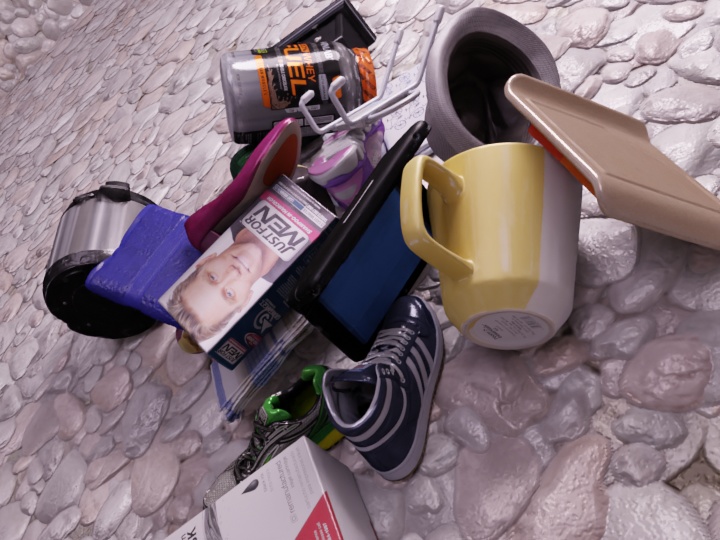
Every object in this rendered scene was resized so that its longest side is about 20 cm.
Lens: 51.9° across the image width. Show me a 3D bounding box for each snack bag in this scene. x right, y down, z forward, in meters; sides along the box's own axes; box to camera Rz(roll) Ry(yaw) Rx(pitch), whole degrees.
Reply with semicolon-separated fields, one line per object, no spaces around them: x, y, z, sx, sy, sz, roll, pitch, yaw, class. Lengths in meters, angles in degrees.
0.032;-0.193;1.026;0.200;0.021;0.189;-30;41;17;snack bag

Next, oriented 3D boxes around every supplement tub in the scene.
-0.085;-0.243;1.004;0.199;0.123;0.123;-10;39;-11;supplement tub

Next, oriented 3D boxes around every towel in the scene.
-0.231;0.000;0.935;0.199;0.050;0.148;18;61;27;towel
-0.103;0.072;0.867;0.200;0.024;0.147;-50;24;2;towel

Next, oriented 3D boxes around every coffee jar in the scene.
-0.104;-0.102;0.977;0.085;0.104;0.200;-32;30;-9;coffee jar

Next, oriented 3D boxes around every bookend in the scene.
-0.076;-0.292;1.140;0.198;0.092;0.200;-28;40;23;bookend

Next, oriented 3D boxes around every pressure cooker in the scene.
-0.366;-0.024;1.093;0.176;0.179;0.200;-31;41;20;pressure cooker

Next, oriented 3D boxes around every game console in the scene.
0.028;-0.020;0.740;0.200;0.116;0.176;-57;7;-15;game console

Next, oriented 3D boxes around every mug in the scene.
0.117;-0.015;0.687;0.186;0.150;0.154;7;61;-5;mug

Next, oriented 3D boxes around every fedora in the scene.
0.137;-0.189;0.848;0.090;0.176;0.201;-35;41;59;fedora

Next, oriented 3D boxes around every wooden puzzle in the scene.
0.232;-0.092;0.655;0.037;0.184;0.200;-60;31;32;wooden puzzle

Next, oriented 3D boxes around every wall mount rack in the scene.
0.022;-0.230;0.881;0.174;0.075;0.200;-35;16;-15;wall mount rack

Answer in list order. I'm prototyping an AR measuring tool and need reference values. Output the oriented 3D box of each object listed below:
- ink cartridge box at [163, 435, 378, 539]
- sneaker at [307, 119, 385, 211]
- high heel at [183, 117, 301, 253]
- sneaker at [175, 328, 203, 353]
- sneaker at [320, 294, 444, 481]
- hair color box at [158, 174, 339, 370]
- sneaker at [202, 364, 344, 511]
-0.087;0.272;0.661;0.200;0.083;0.147;-38;40;7;ink cartridge box
-0.002;-0.132;0.935;0.080;0.089;0.200;-26;21;25;sneaker
-0.145;-0.103;0.862;0.096;0.067;0.200;40;105;28;high heel
-0.203;0.029;0.992;0.090;0.075;0.200;-6;43;35;sneaker
0.024;0.087;0.712;0.070;0.109;0.200;-15;47;30;sneaker
-0.115;0.000;0.819;0.100;0.061;0.200;39;82;30;hair color box
-0.091;0.172;0.754;0.200;0.085;0.078;-47;39;-3;sneaker
